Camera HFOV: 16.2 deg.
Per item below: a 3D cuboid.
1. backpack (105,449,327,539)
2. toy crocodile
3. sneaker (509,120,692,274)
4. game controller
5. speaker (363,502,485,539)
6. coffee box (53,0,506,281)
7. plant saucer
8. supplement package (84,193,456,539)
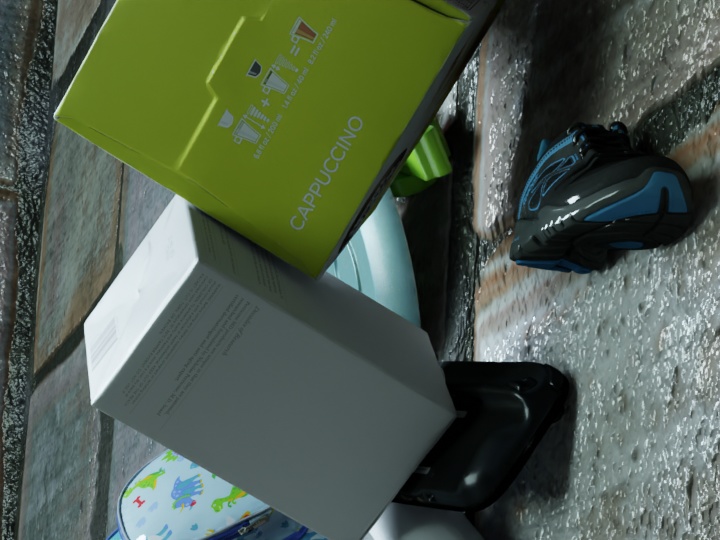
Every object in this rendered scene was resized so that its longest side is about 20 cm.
[{"bbox_3d":[-0.101,0.209,1.854,0.147,0.200,0.183,58,-177,-27],"label":"backpack"},{"bbox_3d":[0.027,-0.098,1.869,0.068,0.062,0.200,65,167,-12],"label":"toy crocodile"},{"bbox_3d":[0.131,-0.050,1.438,0.200,0.073,0.082,160,117,-72],"label":"sneaker"},{"bbox_3d":[0.062,0.104,1.601,0.105,0.042,0.200,-63,19,-12],"label":"game controller"},{"bbox_3d":[0.050,0.197,1.610,0.200,0.081,0.082,-134,52,-70],"label":"speaker"},{"bbox_3d":[-0.043,-0.146,1.619,0.200,0.200,0.198,-59,-2,19],"label":"coffee box"},{"bbox_3d":[0.000,0.000,1.861,0.200,0.027,0.201,168,90,-75],"label":"plant saucer"},{"bbox_3d":[-0.059,0.062,1.592,0.120,0.200,0.121,-53,20,15],"label":"supplement package"}]
